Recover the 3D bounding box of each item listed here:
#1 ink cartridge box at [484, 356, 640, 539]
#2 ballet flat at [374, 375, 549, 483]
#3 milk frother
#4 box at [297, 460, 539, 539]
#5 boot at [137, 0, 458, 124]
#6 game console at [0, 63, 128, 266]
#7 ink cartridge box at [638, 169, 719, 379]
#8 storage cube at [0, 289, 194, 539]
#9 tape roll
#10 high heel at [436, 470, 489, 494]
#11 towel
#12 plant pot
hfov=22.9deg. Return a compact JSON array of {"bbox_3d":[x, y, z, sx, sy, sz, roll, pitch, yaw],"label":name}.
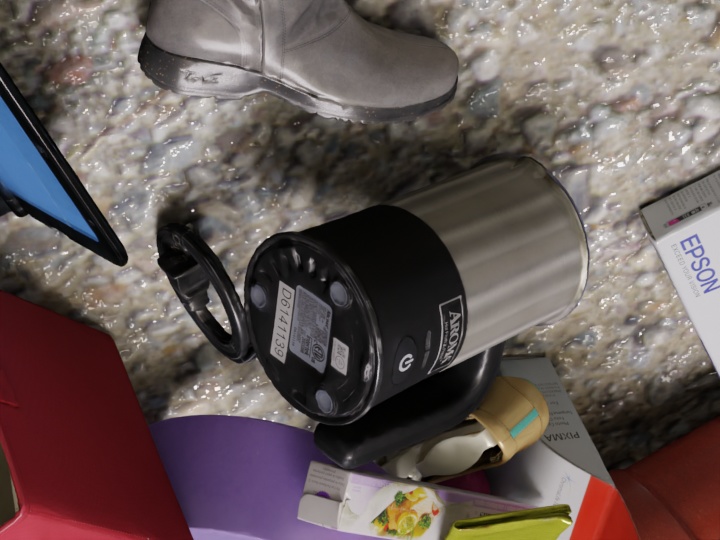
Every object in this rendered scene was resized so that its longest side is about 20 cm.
[{"bbox_3d":[0.130,0.185,1.258,0.047,0.200,0.160,-3,131,-17],"label":"ink cartridge box"},{"bbox_3d":[0.042,0.120,1.222,0.200,0.063,0.069,-27,104,45],"label":"ballet flat"},{"bbox_3d":[0.000,0.000,1.114,0.188,0.200,0.181,-21,149,-40],"label":"milk frother"},{"bbox_3d":[0.043,0.160,1.170,0.200,0.041,0.039,17,85,-46],"label":"box"},{"bbox_3d":[-0.021,-0.158,1.001,0.199,0.070,0.132,2,125,-23],"label":"boot"},{"bbox_3d":[-0.251,-0.066,0.980,0.175,0.117,0.200,-23,133,5],"label":"game console"},{"bbox_3d":[0.318,-0.014,1.244,0.200,0.043,0.196,-26,132,10],"label":"ink cartridge box"},{"bbox_3d":[-0.238,0.129,1.092,0.171,0.200,0.180,-35,150,15],"label":"storage cube"},{"bbox_3d":[-0.074,0.182,1.222,0.199,0.085,0.200,9,150,5],"label":"tape roll"},{"bbox_3d":[0.055,0.210,1.331,0.067,0.096,0.200,3,130,-19],"label":"high heel"},{"bbox_3d":[0.077,0.215,1.209,0.086,0.018,0.200,-7,148,-19],"label":"towel"},{"bbox_3d":[0.278,0.193,1.312,0.195,0.201,0.201,-33,134,-8],"label":"plant pot"}]
